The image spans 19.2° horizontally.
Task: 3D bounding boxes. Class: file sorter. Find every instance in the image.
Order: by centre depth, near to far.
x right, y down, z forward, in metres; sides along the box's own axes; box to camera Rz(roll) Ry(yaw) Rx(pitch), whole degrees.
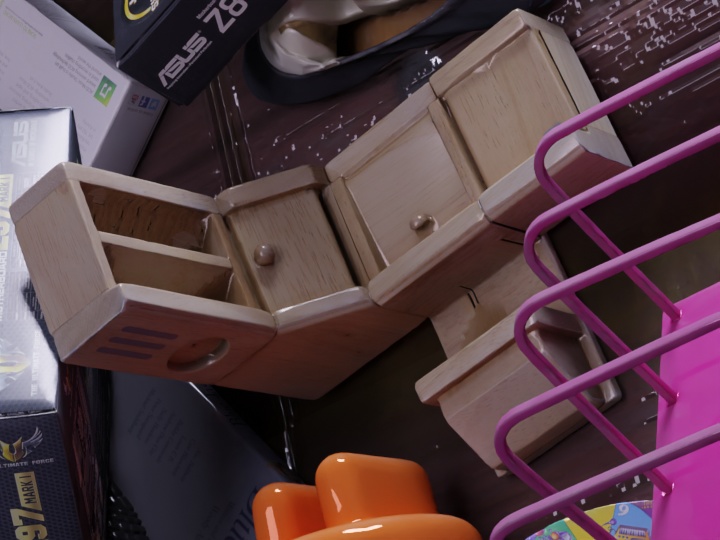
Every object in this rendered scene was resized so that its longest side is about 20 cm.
[{"bbox_3d":[0.132,0.032,0.768,0.139,0.125,0.200,-28,35,34],"label":"file sorter"}]

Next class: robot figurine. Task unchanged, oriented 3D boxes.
[{"bbox_3d":[0.010,0.182,0.909,0.143,0.117,0.201,-13,69,-3],"label":"robot figurine"}]

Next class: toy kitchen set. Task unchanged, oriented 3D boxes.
[{"bbox_3d":[0.000,0.000,0.904,0.200,0.180,0.164,-38,61,27],"label":"toy kitchen set"}]

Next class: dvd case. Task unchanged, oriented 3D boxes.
[{"bbox_3d":[-0.109,0.121,1.085,0.200,0.018,0.143,42,109,37],"label":"dvd case"}]

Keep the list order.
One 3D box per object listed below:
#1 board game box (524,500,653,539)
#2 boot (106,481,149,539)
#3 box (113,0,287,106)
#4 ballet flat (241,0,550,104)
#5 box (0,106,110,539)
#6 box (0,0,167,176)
[{"bbox_3d":[0.115,0.180,0.807,0.158,0.039,0.200,-41,69,-5],"label":"board game box"},{"bbox_3d":[-0.178,0.151,1.094,0.132,0.070,0.200,-52,42,26],"label":"boot"},{"bbox_3d":[-0.058,-0.199,1.033,0.161,0.049,0.200,-40,36,28],"label":"box"},{"bbox_3d":[0.002,-0.129,1.000,0.200,0.073,0.073,-15,73,39],"label":"ballet flat"},{"bbox_3d":[-0.149,0.047,0.985,0.200,0.051,0.158,-96,3,-45],"label":"box"},{"bbox_3d":[-0.196,-0.045,1.180,0.144,0.036,0.200,38,106,38],"label":"box"}]
